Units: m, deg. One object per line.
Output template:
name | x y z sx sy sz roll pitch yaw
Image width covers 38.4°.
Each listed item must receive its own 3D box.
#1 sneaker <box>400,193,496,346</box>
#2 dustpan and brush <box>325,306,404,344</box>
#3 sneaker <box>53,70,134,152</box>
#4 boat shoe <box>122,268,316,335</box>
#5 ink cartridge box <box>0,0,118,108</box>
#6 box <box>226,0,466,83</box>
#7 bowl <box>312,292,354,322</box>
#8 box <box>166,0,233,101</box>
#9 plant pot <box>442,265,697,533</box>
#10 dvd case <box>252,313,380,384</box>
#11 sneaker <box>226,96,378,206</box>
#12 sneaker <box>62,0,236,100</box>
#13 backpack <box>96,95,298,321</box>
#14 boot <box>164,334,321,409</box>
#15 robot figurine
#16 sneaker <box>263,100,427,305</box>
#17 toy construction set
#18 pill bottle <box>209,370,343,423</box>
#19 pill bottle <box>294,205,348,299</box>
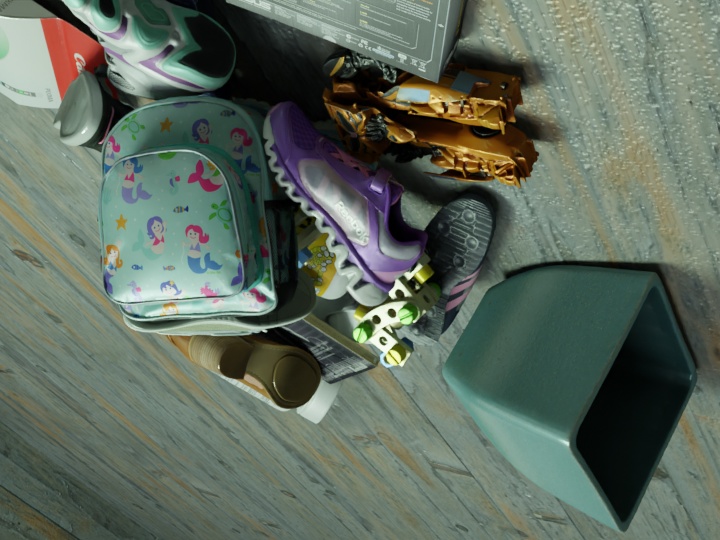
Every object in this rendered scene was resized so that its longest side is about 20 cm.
sneaker | 0.096 -0.013 1.087 0.070 0.082 0.202 33 133 10
dustpan and brush | 0.028 0.056 1.205 0.137 0.058 0.200 1 -175 -2
sneaker | -0.247 -0.146 1.034 0.098 0.072 0.200 23 -179 -23
boat shoe | -0.145 0.032 1.067 0.198 0.076 0.065 -8 169 -15
ink cartridge box | -0.348 -0.223 1.102 0.199 0.050 0.162 35 156 10
box | -0.014 -0.242 0.785 0.197 0.049 0.159 22 153 10
bowl | -0.109 0.023 1.306 0.198 0.091 0.202 22 154 11
box | -0.192 -0.233 0.986 0.119 0.033 0.201 21 154 12
plant pot | 0.203 0.115 1.076 0.198 0.197 0.197 14 153 41
dvd case | -0.087 0.071 1.246 0.198 0.016 0.148 33 156 -13
sneaker | -0.085 -0.109 1.014 0.196 0.091 0.079 9 141 13
sneaker | -0.221 -0.212 0.926 0.199 0.079 0.139 38 151 -22
backpack | -0.152 -0.057 0.946 0.174 0.204 0.150 -3 179 14
boot | -0.150 0.096 1.269 0.154 0.075 0.199 25 175 42
robot figurine | 0.052 -0.133 0.908 0.197 0.059 0.146 11 149 29
sneaker | -0.008 -0.072 0.928 0.088 0.081 0.202 -30 99 28
toy construction set | 0.000 0.000 1.045 0.199 0.092 0.131 40 125 -7
pill bottle | -0.125 0.130 1.487 0.198 0.115 0.113 30 154 -7
pill bottle | -0.059 -0.034 1.125 0.197 0.106 0.104 21 155 -11
